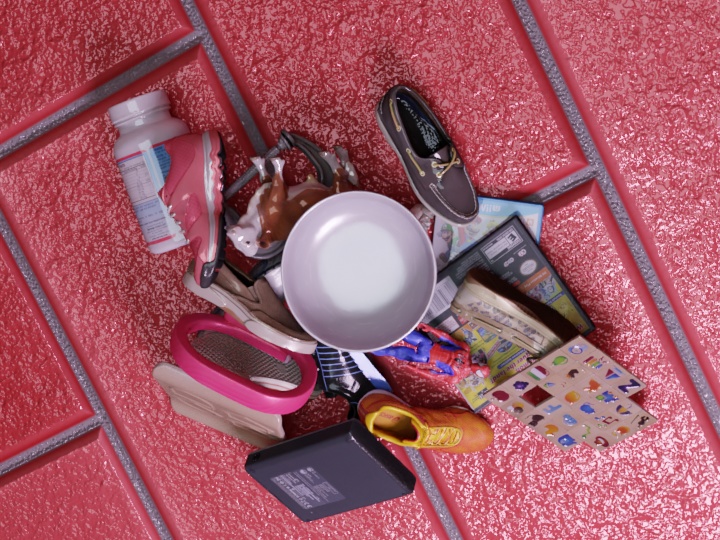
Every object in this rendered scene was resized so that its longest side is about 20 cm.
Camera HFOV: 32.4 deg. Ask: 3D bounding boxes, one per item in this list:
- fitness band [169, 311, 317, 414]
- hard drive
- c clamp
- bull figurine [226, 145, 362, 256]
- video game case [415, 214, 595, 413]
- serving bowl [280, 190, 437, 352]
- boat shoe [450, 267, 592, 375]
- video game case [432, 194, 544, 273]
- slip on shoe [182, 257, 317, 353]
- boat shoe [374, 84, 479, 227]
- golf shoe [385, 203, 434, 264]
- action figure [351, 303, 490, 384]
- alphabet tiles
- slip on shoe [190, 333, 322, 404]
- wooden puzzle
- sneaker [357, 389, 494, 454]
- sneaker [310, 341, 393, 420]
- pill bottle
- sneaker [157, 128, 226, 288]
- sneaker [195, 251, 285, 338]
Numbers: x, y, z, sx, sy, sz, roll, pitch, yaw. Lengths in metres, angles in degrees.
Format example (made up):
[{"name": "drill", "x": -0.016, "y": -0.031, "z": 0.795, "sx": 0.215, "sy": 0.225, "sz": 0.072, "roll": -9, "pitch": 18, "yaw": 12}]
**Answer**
[{"name": "fitness band", "x": -0.152, "y": 0.115, "z": 1.609, "sx": 0.198, "sy": 0.144, "sz": 0.038, "roll": 26, "pitch": 122, "yaw": 1}, {"name": "hard drive", "x": -0.042, "y": 0.274, "z": 1.670, "sx": 0.198, "sy": 0.033, "sz": 0.140, "roll": -22, "pitch": 124, "yaw": 36}, {"name": "c clamp", "x": -0.130, "y": -0.110, "z": 1.634, "sx": 0.199, "sy": 0.027, "sz": 0.172, "roll": -37, "pitch": 106, "yaw": -11}, {"name": "bull figurine", "x": -0.086, "y": -0.091, "z": 1.609, "sx": 0.197, "sy": 0.065, "sz": 0.124, "roll": -10, "pitch": 103, "yaw": -20}, {"name": "video game case", "x": 0.178, "y": 0.059, "z": 1.637, "sx": 0.199, "sy": 0.026, "sz": 0.182, "roll": -36, "pitch": 92, "yaw": 14}, {"name": "serving bowl", "x": 0.000, "y": 0.000, "z": 1.573, "sx": 0.196, "sy": 0.066, "sz": 0.204, "roll": 0, "pitch": 94, "yaw": 6}, {"name": "boat shoe", "x": 0.210, "y": 0.073, "z": 1.587, "sx": 0.199, "sy": 0.073, "sz": 0.063, "roll": 34, "pitch": 113, "yaw": 5}, {"name": "video game case", "x": 0.162, "y": 0.003, "z": 1.651, "sx": 0.141, "sy": 0.018, "sz": 0.204, "roll": 8, "pitch": 102, "yaw": 10}, {"name": "slip on shoe", "x": -0.137, "y": 0.038, "z": 1.617, "sx": 0.198, "sy": 0.076, "sz": 0.061, "roll": 32, "pitch": 99, "yaw": 9}, {"name": "boat shoe", "x": 0.090, "y": -0.147, "z": 1.596, "sx": 0.071, "sy": 0.061, "sz": 0.202, "roll": -34, "pitch": 87, "yaw": -20}, {"name": "golf shoe", "x": 0.010, "y": -0.031, "z": 1.647, "sx": 0.200, "sy": 0.078, "sz": 0.097, "roll": -45, "pitch": 84, "yaw": 14}, {"name": "action figure", "x": 0.076, "y": 0.102, "z": 1.615, "sx": 0.197, "sy": 0.052, "sz": 0.066, "roll": 19, "pitch": 75, "yaw": -2}, {"name": "alphabet tiles", "x": 0.284, "y": 0.169, "z": 1.600, "sx": 0.199, "sy": 0.008, "sz": 0.167, "roll": 34, "pitch": 128, "yaw": -28}, {"name": "slip on shoe", "x": -0.145, "y": 0.142, "z": 1.679, "sx": 0.198, "sy": 0.075, "sz": 0.061, "roll": 21, "pitch": 127, "yaw": -27}, {"name": "wooden puzzle", "x": -0.182, "y": 0.179, "z": 1.681, "sx": 0.183, "sy": 0.200, "sz": 0.047, "roll": 22, "pitch": 70, "yaw": 6}, {"name": "sneaker", "x": 0.089, "y": 0.217, "z": 1.657, "sx": 0.197, "sy": 0.077, "sz": 0.074, "roll": 11, "pitch": 109, "yaw": -17}, {"name": "sneaker", "x": -0.043, "y": 0.116, "z": 1.670, "sx": 0.078, "sy": 0.070, "sz": 0.201, "roll": -41, "pitch": 100, "yaw": -3}, {"name": "pill bottle", "x": -0.266, "y": -0.133, "z": 1.659, "sx": 0.107, "sy": 0.109, "sz": 0.203, "roll": -17, "pitch": 97, "yaw": 13}, {"name": "sneaker", "x": -0.215, "y": -0.077, "z": 1.576, "sx": 0.085, "sy": 0.074, "sz": 0.204, "roll": -1, "pitch": 82, "yaw": 0}, {"name": "sneaker", "x": -0.138, "y": 0.051, "z": 1.700, "sx": 0.087, "sy": 0.075, "sz": 0.200, "roll": 41, "pitch": 112, "yaw": -11}]
